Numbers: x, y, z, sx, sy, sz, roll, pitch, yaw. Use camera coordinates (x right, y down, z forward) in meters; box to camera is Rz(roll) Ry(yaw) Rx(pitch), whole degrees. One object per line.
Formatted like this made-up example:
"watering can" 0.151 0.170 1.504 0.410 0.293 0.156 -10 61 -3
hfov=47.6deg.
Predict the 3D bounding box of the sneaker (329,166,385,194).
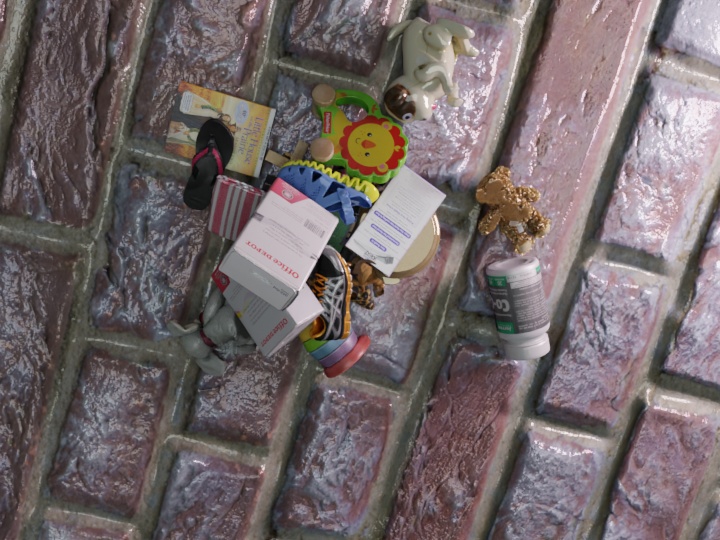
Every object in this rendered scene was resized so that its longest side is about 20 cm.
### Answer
"sneaker" 0.011 -0.198 1.660 0.200 0.079 0.096 -37 117 -6

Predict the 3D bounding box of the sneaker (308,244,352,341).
"sneaker" -0.065 0.049 1.585 0.077 0.078 0.201 -14 111 -29

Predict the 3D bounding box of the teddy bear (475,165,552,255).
"teddy bear" 0.315 -0.125 1.712 0.199 0.067 0.145 29 107 -16

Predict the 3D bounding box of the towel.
"towel" -0.204 -0.104 1.633 0.199 0.030 0.147 20 133 -3

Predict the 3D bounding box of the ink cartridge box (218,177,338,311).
"ink cartridge box" -0.147 -0.048 1.497 0.145 0.201 0.085 34 138 -9

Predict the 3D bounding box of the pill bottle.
"pill bottle" 0.336 0.079 1.721 0.112 0.113 0.201 -13 101 -2

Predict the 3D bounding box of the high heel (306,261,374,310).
"high heel" -0.058 0.058 1.671 0.200 0.071 0.143 43 56 -25

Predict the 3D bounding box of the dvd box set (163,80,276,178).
"dvd box set" -0.282 -0.283 1.645 0.199 0.029 0.147 16 101 -8

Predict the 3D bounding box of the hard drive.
"hard drive" -0.115 -0.104 1.656 0.199 0.038 0.140 19 134 -7

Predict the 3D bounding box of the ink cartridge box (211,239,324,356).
"ink cartridge box" -0.182 0.042 1.574 0.200 0.085 0.148 54 137 7

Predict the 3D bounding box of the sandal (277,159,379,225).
"sandal" -0.069 -0.149 1.566 0.199 0.080 0.088 19 73 7

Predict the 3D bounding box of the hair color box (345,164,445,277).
"hair color box" 0.069 -0.098 1.633 0.109 0.065 0.200 36 88 -1

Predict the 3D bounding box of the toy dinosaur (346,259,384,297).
"toy dinosaur" 0.000 0.000 1.608 0.105 0.200 0.061 -6 71 12

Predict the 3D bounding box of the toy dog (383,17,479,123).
"toy dog" 0.118 -0.385 1.595 0.193 0.140 0.201 24 89 6

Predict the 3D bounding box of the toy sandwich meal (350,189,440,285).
"toy sandwich meal" 0.071 -0.069 1.699 0.204 0.070 0.207 0 90 -1

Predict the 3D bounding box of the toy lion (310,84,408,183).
"toy lion" -0.002 -0.264 1.601 0.190 0.069 0.201 1 67 -3

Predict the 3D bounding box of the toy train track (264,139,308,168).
"toy train track" -0.105 -0.191 1.678 0.199 0.033 0.115 26 85 -15

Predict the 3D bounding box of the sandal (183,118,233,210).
"sandal" -0.304 -0.203 1.625 0.075 0.045 0.201 18 116 -9

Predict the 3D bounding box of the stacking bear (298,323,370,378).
"stacking bear" -0.086 0.114 1.703 0.121 0.114 0.200 -39 97 4

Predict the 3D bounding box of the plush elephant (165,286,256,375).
"plush elephant" -0.297 0.122 1.665 0.154 0.200 0.165 -13 120 22
